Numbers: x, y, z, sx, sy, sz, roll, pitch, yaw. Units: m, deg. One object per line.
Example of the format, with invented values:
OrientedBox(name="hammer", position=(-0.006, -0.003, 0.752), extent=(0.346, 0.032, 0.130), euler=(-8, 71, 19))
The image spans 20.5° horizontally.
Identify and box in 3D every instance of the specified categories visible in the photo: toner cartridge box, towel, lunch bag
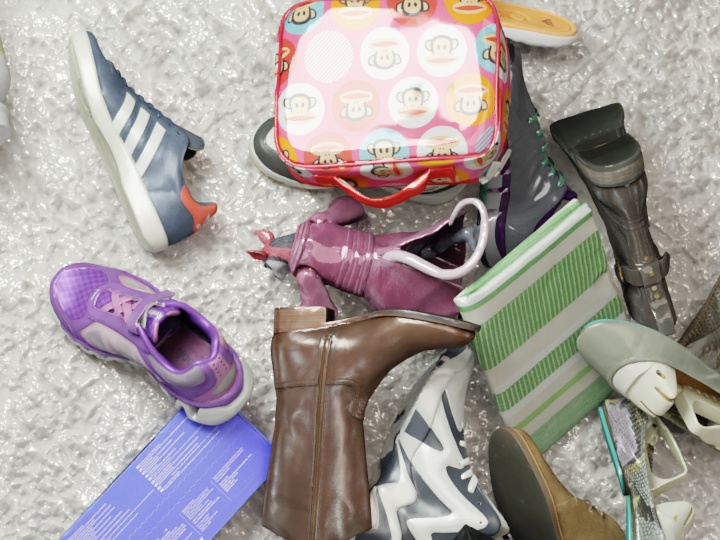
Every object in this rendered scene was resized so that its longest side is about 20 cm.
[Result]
OrientedBox(name="toner cartridge box", position=(-0.164, 0.199, 1.661), extent=(0.095, 0.043, 0.200), euler=(43, 73, 1))
OrientedBox(name="towel", position=(0.164, 0.054, 1.705), extent=(0.152, 0.023, 0.201), euler=(-39, 131, -16))
OrientedBox(name="lunch bag", position=(0.026, -0.139, 1.662), extent=(0.198, 0.082, 0.178), euler=(-1, 75, 10))

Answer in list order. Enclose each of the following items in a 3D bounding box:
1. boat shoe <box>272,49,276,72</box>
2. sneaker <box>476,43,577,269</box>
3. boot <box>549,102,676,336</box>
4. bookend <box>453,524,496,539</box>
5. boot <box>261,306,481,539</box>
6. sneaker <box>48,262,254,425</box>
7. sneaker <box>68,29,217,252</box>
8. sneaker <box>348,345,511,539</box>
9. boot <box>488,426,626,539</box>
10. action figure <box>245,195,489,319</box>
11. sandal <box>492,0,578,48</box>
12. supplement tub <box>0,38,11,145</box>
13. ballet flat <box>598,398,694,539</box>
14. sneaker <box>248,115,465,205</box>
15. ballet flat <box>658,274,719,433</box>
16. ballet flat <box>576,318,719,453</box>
OrientedBox(name="boat shoe", position=(0.021, -0.192, 1.775), extent=(0.198, 0.072, 0.069), euler=(2, 56, -4))
OrientedBox(name="sneaker", position=(0.148, -0.100, 1.745), extent=(0.087, 0.074, 0.202), euler=(1, 108, 0))
OrientedBox(name="boot", position=(0.229, -0.044, 1.763), extent=(0.069, 0.200, 0.175), euler=(-17, 113, 4))
OrientedBox(name="bookend", position=(0.120, 0.347, 1.637), extent=(0.199, 0.092, 0.200), euler=(28, 106, -17))
OrientedBox(name="boot", position=(0.008, 0.132, 1.630), extent=(0.185, 0.064, 0.202), euler=(0, 85, 21))
OrientedBox(name="sneaker", position=(-0.177, 0.045, 1.649), extent=(0.199, 0.089, 0.081), euler=(31, 71, 19))
OrientedBox(name="sneaker", position=(-0.185, -0.120, 1.714), extent=(0.084, 0.075, 0.202), euler=(-23, 93, -14))
OrientedBox(name="sneaker", position=(0.083, 0.173, 1.698), extent=(0.129, 0.079, 0.200), euler=(27, 74, -6))
OrientedBox(name="boot", position=(0.176, 0.216, 1.715), extent=(0.075, 0.073, 0.201), euler=(-30, 96, -28))
OrientedBox(name="action figure", position=(0.000, 0.000, 1.682), extent=(0.198, 0.149, 0.135), euler=(10, 76, -3))
OrientedBox(name="sandal", position=(0.104, -0.250, 1.791), extent=(0.205, 0.079, 0.060), euler=(6, 118, -17))
OrientedBox(name="supplement tub", position=(-0.374, -0.195, 1.653), extent=(0.144, 0.145, 0.202), euler=(-14, 81, -14))
OrientedBox(name="ballet flat", position=(0.250, 0.193, 1.698), extent=(0.071, 0.072, 0.202), euler=(2, 54, -11))
OrientedBox(name="sneaker", position=(0.003, -0.110, 1.740), extent=(0.198, 0.088, 0.076), euler=(6, 78, -8))
OrientedBox(name="ballet flat", position=(0.320, 0.058, 1.792), extent=(0.067, 0.046, 0.201), euler=(32, 79, -11))
OrientedBox(name="ballet flat", position=(0.272, 0.104, 1.704), extent=(0.199, 0.067, 0.064), euler=(27, 38, -23))
